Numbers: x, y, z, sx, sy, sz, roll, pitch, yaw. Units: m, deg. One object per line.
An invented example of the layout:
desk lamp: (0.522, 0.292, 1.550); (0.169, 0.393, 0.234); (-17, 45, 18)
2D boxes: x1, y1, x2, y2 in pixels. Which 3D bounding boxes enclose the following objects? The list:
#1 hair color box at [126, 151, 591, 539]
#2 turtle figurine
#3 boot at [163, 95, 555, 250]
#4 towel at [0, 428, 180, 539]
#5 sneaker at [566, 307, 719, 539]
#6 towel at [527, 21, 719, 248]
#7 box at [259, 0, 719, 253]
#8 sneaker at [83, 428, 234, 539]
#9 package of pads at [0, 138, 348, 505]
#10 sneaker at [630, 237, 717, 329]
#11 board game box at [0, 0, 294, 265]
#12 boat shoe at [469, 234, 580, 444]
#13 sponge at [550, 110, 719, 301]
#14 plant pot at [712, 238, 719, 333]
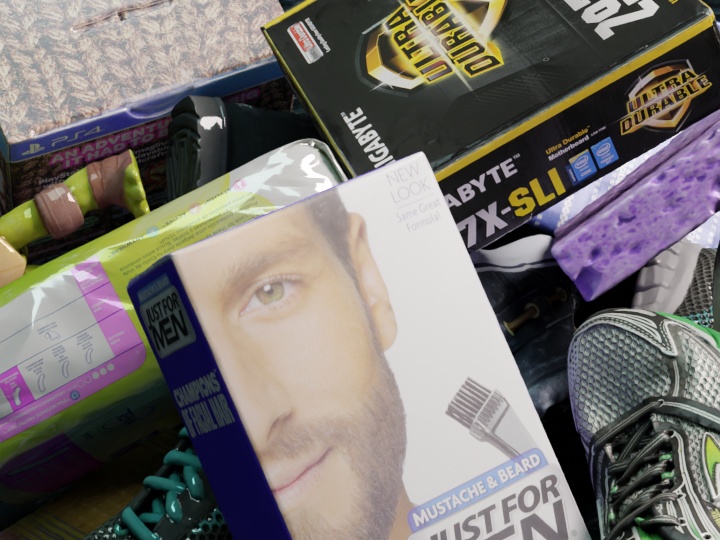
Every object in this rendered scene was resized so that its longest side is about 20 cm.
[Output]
hair color box: (0.008, 0.071, 0.675); (0.109, 0.201, 0.065); (-23, -3, -24)
turtle figurine: (-0.177, 0.008, 0.890); (0.161, 0.201, 0.064); (-12, 11, -12)
boot: (0.000, -0.001, 0.947); (0.199, 0.166, 0.066); (3, 8, -25)
towel: (-0.075, 0.131, 0.791); (0.143, 0.023, 0.200); (-30, 33, -35)
sneaker: (0.116, 0.088, 0.649); (0.085, 0.078, 0.200); (20, 35, -36)
towel: (0.132, -0.075, 0.947); (0.199, 0.024, 0.145); (21, 70, -5)
box: (0.054, -0.094, 0.827); (0.159, 0.049, 0.200); (-28, 33, 0)
sneaker: (-0.052, 0.083, 0.732); (0.199, 0.092, 0.077); (-25, 29, -28)
package of pads: (-0.088, 0.026, 0.798); (0.199, 0.068, 0.155); (-28, -9, -7)
sneaker: (0.158, 0.047, 0.817); (0.091, 0.078, 0.200); (9, 36, 14)
board game box: (-0.131, -0.079, 1.012); (0.159, 0.200, 0.097); (-20, 67, -18)
boat shoe: (0.074, 0.039, 0.857); (0.071, 0.091, 0.200); (-44, -16, 17)
sponge: (0.134, -0.036, 0.809); (0.111, 0.030, 0.200); (-38, -1, 7)
plant pot: (0.217, 0.016, 0.731); (0.134, 0.201, 0.200); (-6, 25, 30)
